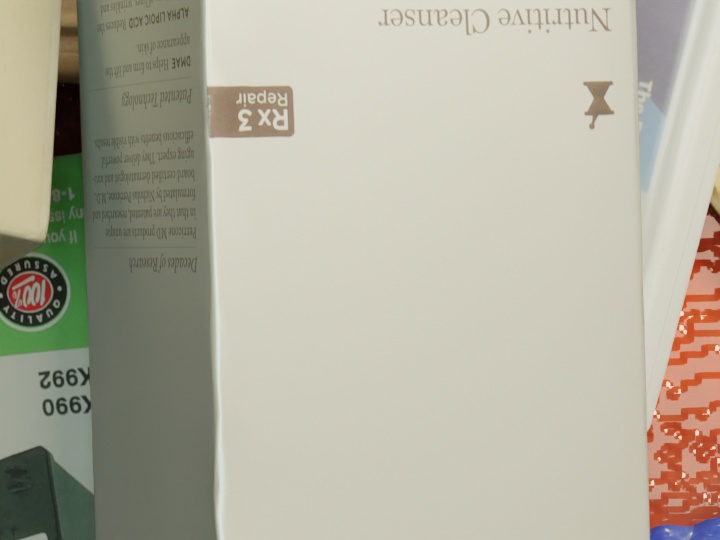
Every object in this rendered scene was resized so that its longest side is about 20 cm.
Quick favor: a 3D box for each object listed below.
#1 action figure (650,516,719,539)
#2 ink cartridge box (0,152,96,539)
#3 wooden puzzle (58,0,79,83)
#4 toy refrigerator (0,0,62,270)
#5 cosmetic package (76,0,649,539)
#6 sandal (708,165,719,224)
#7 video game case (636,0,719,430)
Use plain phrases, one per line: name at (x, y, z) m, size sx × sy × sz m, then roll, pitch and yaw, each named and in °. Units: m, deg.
action figure at (0.116, 0.076, 0.733) m, size 0.200 × 0.099 × 0.065 m, roll -1°, pitch 61°, yaw 3°
ink cartridge box at (-0.083, 0.073, 0.734) m, size 0.146 × 0.084 × 0.200 m, roll -7°, pitch 91°, yaw 29°
wooden puzzle at (-0.053, -0.141, 0.754) m, size 0.200 × 0.037 × 0.185 m, roll 6°, pitch 91°, yaw 31°
toy refrigerator at (-0.114, -0.098, 0.663) m, size 0.070 × 0.076 × 0.200 m, roll 12°, pitch 70°, yaw -29°
cosmetic package at (0.000, 0.000, 0.644) m, size 0.113 × 0.081 × 0.200 m, roll -5°, pitch 91°, yaw -26°
sandal at (0.075, -0.074, 0.750) m, size 0.078 × 0.070 × 0.212 m, roll -44°, pitch 87°, yaw 4°
video game case at (0.019, -0.077, 0.731) m, size 0.182 × 0.023 × 0.200 m, roll 18°, pitch 97°, yaw 34°
